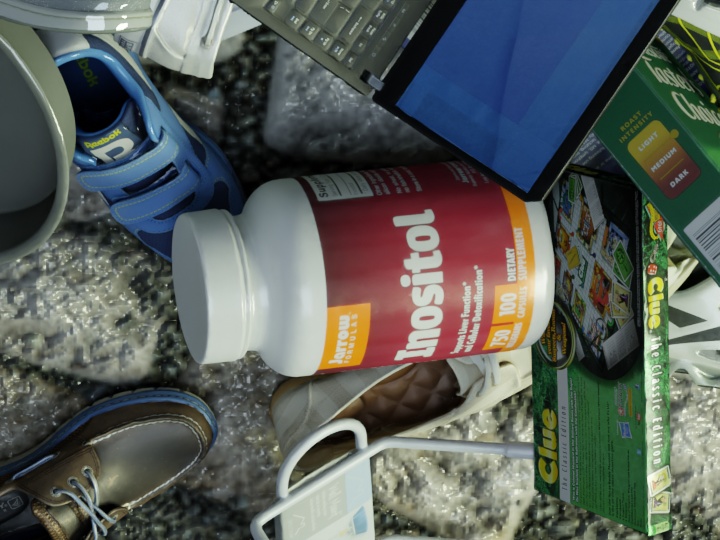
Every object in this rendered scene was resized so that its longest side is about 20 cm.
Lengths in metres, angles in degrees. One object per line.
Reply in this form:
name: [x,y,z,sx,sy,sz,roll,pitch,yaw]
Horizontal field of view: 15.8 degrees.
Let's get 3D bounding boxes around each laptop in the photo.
laptop: [0.048,-0.166,1.325,0.200,0.103,0.177,34,91,-26]

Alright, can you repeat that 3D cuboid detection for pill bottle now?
pill bottle: [0.000,0.000,1.468,0.200,0.113,0.113,-7,119,-16]

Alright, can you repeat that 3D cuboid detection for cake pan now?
cake pan: [-0.239,-0.093,1.425,0.200,0.037,0.201,18,134,19]

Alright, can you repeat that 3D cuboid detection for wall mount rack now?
wall mount rack: [0.018,0.158,1.571,0.174,0.075,0.200,-29,148,-18]

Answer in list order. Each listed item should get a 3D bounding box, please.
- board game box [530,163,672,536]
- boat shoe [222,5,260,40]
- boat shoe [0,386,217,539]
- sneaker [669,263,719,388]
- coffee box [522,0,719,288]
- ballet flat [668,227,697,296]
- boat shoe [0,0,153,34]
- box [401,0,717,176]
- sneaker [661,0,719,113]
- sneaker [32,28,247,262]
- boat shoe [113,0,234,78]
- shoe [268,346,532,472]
board game box: [0.135,0.042,1.472,0.023,0.105,0.200,-13,109,-35]
boat shoe: [-0.024,-0.187,1.413,0.200,0.074,0.067,-25,117,10]
boat shoe: [-0.177,0.140,1.578,0.200,0.072,0.072,-26,116,11]
sneaker: [0.240,0.025,1.539,0.200,0.074,0.089,6,113,-2]
coffee box: [0.179,-0.055,1.376,0.044,0.123,0.200,-44,69,17]
ballet flat: [0.177,-0.030,1.477,0.069,0.070,0.200,36,109,-20]
boat shoe: [-0.183,-0.179,1.347,0.074,0.202,0.065,-13,127,-45]
box: [0.115,-0.122,1.477,0.121,0.032,0.200,-39,114,17]
sneaker: [0.199,-0.118,1.387,0.200,0.075,0.085,29,132,7]
sneaker: [-0.131,-0.069,1.466,0.074,0.082,0.200,-30,117,11]
boat shoe: [-0.057,-0.195,1.368,0.070,0.071,0.200,27,91,-5]
shoe: [0.041,0.071,1.564,0.200,0.053,0.070,-22,117,8]
